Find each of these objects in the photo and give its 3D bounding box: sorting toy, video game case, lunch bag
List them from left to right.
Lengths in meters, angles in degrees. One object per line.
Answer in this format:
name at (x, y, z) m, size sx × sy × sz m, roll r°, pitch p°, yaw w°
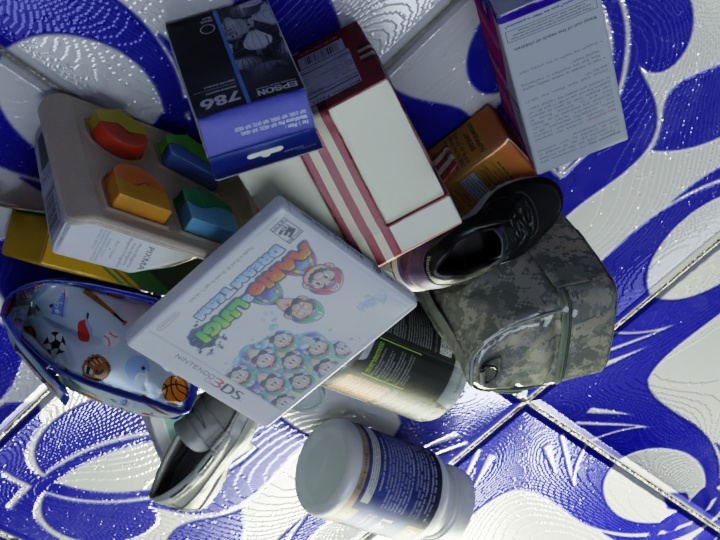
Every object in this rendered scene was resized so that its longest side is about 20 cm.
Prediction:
lunch bag at (-0.251, 0.074, 1.516) m, size 0.199 × 0.170 × 0.125 m, roll 19°, pitch 79°, yaw -9°
sorting toy at (-0.181, -0.084, 1.405) m, size 0.199 × 0.186 × 0.037 m, roll 14°, pitch 124°, yaw -32°
video game case at (-0.079, 0.043, 1.405) m, size 0.200 × 0.024 × 0.182 m, roll -40°, pitch 128°, yaw 20°
lunch bag at (0.148, 0.025, 1.618) m, size 0.166 × 0.201 × 0.140 m, roll -12°, pitch 135°, yaw -18°

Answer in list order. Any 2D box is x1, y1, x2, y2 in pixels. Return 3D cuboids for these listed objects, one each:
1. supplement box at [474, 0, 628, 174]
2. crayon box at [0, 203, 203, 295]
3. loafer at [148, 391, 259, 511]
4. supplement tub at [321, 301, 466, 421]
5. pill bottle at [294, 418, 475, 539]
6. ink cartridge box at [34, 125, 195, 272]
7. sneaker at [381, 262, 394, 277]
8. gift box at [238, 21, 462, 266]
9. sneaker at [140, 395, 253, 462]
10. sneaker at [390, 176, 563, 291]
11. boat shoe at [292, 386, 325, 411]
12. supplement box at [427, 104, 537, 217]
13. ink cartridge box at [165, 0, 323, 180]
supplement box at (0.180, -0.208, 1.490) m, size 0.103 × 0.102 × 0.201 m, roll -22°, pitch 133°, yaw 1°
crayon box at (-0.254, -0.019, 1.481) m, size 0.199 × 0.127 × 0.051 m, roll 15°, pitch 88°, yaw -29°
loafer at (-0.158, 0.168, 1.624) m, size 0.069 × 0.070 × 0.201 m, roll 8°, pitch 116°, yaw -41°
supplement tub at (0.012, 0.077, 1.663) m, size 0.199 × 0.123 × 0.123 m, roll 24°, pitch 118°, yaw -34°
pill bottle at (0.032, 0.252, 1.826) m, size 0.199 × 0.116 × 0.116 m, roll 22°, pitch 119°, yaw -33°
ink cartridge box at (-0.195, -0.058, 1.441) m, size 0.199 × 0.163 × 0.057 m, roll 21°, pitch 121°, yaw -33°
sneaker at (0.000, 0.000, 1.543) m, size 0.199 × 0.070 × 0.081 m, roll -28°, pitch 91°, yaw -9°
gift box at (-0.015, -0.104, 1.461) m, size 0.183 × 0.200 × 0.187 m, roll -24°, pitch 118°, yaw 8°
sneaker at (-0.180, 0.134, 1.685) m, size 0.118 × 0.074 × 0.201 m, roll -26°, pitch 128°, yaw -14°
sneaker at (0.132, -0.031, 1.504) m, size 0.199 × 0.087 × 0.076 m, roll -28°, pitch 104°, yaw -26°
boat shoe at (-0.099, 0.098, 1.680) m, size 0.074 × 0.065 × 0.202 m, roll -30°, pitch 133°, yaw 7°
supplement box at (0.078, -0.075, 1.593) m, size 0.200 × 0.067 × 0.069 m, roll -39°, pitch 131°, yaw 14°
ink cartridge box at (-0.103, -0.163, 1.358) m, size 0.099 × 0.201 × 0.039 m, roll -17°, pitch 134°, yaw -6°
